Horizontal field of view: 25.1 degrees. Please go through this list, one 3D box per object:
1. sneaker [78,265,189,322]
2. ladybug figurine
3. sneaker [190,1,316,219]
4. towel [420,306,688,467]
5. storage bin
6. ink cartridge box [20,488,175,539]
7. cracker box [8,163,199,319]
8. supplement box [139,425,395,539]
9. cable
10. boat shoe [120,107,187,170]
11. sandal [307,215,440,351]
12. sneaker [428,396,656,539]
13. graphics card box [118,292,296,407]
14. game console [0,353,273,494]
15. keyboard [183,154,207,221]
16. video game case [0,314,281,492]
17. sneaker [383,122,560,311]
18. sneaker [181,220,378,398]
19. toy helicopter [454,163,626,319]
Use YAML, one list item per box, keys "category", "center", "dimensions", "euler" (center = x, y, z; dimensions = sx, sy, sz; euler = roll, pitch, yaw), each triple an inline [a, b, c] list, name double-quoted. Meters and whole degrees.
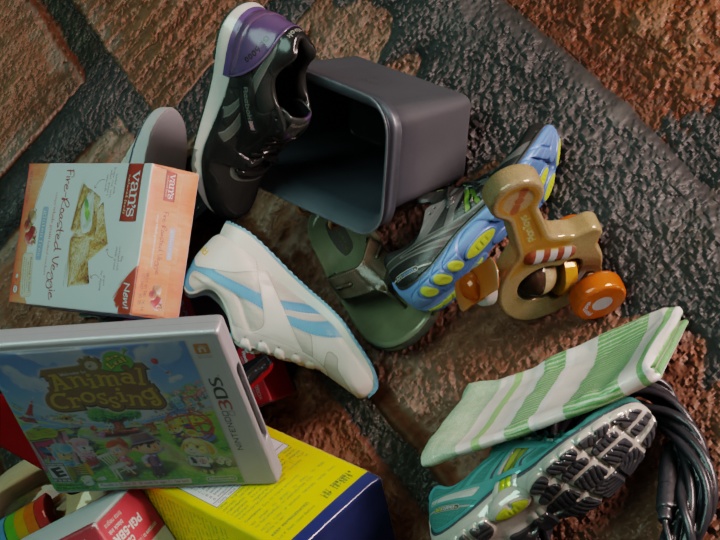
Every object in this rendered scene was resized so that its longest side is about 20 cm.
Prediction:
- category: "sneaker"
  center: [-0.217, 0.030, 1.606]
  dimensions: [0.200, 0.060, 0.104]
  euler: [29, 82, 47]
- category: "ladybug figurine"
  center: [-0.307, 0.251, 1.559]
  dimensions: [0.199, 0.072, 0.136]
  euler: [-28, 56, 22]
- category: "sneaker"
  center: [-0.089, -0.125, 1.409]
  dimensions: [0.087, 0.076, 0.201]
  euler: [29, 124, 31]
- category: "towel"
  center: [0.154, 0.090, 1.269]
  dimensions: [0.199, 0.153, 0.023]
  euler: [-22, 99, 25]
- category: "storage bin"
  center: [-0.001, -0.120, 1.467]
  dimensions: [0.200, 0.134, 0.146]
  euler: [26, 122, 41]
- category: "ink cartridge box"
  center: [-0.206, 0.304, 1.376]
  dimensions: [0.146, 0.083, 0.201]
  euler: [-29, 98, 26]
- category: "cracker box"
  center: [-0.236, -0.028, 1.468]
  dimensions: [0.199, 0.058, 0.135]
  euler: [3, 84, 45]
- category: "supplement box"
  center: [-0.079, 0.212, 1.364]
  dimensions: [0.199, 0.110, 0.109]
  euler: [19, 44, 40]
- category: "cable"
  center: [0.195, 0.175, 1.247]
  dimensions: [0.163, 0.051, 0.201]
  euler: [23, 82, 42]
- category: "boat shoe"
  center: [-0.227, -0.076, 1.586]
  dimensions: [0.069, 0.071, 0.201]
  euler: [-3, 57, 25]
- category: "sandal"
  center: [-0.001, 0.000, 1.465]
  dimensions: [0.080, 0.057, 0.201]
  euler: [-48, 50, 8]
- category: "sneaker"
  center: [0.132, 0.150, 1.233]
  dimensions: [0.200, 0.077, 0.080]
  euler: [-34, 44, 16]
- category: "graphics card box"
  center: [-0.171, 0.091, 1.519]
  dimensions: [0.199, 0.051, 0.126]
  euler: [-22, 88, 27]
- category: "game console"
  center: [-0.206, 0.104, 1.386]
  dimensions: [0.200, 0.172, 0.119]
  euler: [-28, 98, 39]
- category: "keyboard"
  center: [-0.187, -0.082, 1.627]
  dimensions: [0.200, 0.021, 0.127]
  euler: [-43, 43, -12]
- category: "video game case"
  center: [-0.180, 0.111, 1.285]
  dimensions: [0.199, 0.183, 0.022]
  euler: [-4, 43, 14]
- category: "sneaker"
  center: [0.096, -0.057, 1.397]
  dimensions: [0.200, 0.071, 0.083]
  euler: [-47, 59, -2]
- category: "sneaker"
  center: [-0.068, 0.050, 1.433]
  dimensions: [0.200, 0.077, 0.081]
  euler: [42, 83, 3]
- category: "toy helicopter"
  center: [0.128, -0.019, 1.288]
  dimensions: [0.132, 0.200, 0.079]
  euler: [-23, 56, 5]
